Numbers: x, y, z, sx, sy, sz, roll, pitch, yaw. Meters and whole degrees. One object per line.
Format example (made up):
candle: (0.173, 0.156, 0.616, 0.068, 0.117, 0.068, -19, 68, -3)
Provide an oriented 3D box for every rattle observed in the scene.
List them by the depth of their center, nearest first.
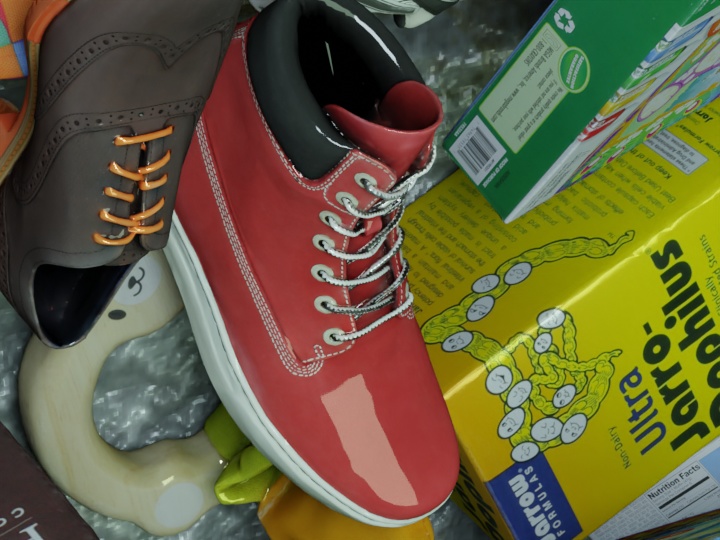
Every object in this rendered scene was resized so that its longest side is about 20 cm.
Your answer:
rattle: (-0.071, 0.040, 1.040, 0.130, 0.143, 0.200, -24, 133, 4)

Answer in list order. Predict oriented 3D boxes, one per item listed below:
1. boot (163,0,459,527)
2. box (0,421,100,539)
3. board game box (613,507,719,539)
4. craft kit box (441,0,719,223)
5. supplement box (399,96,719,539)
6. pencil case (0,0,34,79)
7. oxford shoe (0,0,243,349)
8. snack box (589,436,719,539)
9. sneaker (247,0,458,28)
boot: (0.000, 0.000, 0.975, 0.072, 0.144, 0.200, -36, 104, -31)
box: (-0.170, 0.147, 0.991, 0.166, 0.200, 0.164, -30, 126, -15)
board game box: (0.100, 0.140, 1.111, 0.196, 0.200, 0.056, -13, 83, -55)
craft kit box: (0.146, -0.117, 1.003, 0.198, 0.049, 0.200, -34, 170, -33)
supplement box: (0.102, 0.006, 1.139, 0.200, 0.110, 0.109, -37, 128, -9)
pencil case: (-0.138, -0.154, 0.929, 0.088, 0.088, 0.200, -26, 125, -18)
oxford shoe: (-0.074, -0.044, 0.924, 0.071, 0.073, 0.200, -9, 155, -27)
snack box: (0.190, 0.079, 1.191, 0.200, 0.024, 0.072, -37, 105, 30)
sneaker: (-0.032, -0.119, 0.953, 0.200, 0.076, 0.088, 11, 147, -34)
